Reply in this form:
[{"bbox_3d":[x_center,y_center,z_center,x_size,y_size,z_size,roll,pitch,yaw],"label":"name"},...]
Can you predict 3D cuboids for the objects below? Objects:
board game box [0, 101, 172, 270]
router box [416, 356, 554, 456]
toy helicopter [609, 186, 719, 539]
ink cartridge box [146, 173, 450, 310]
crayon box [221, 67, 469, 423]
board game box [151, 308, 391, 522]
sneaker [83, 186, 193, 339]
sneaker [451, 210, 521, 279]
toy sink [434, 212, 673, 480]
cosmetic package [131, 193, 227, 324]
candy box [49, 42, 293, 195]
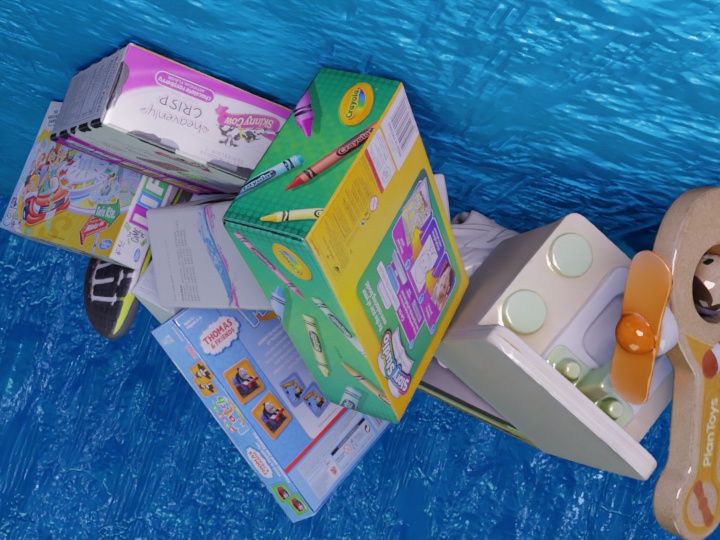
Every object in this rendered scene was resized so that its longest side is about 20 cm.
[{"bbox_3d":[-0.245,-0.082,1.009,0.200,0.135,0.034,12,168,45],"label":"board game box"},{"bbox_3d":[0.086,0.088,0.934,0.200,0.052,0.157,25,173,15],"label":"router box"},{"bbox_3d":[0.187,0.053,0.614,0.132,0.200,0.079,0,-174,-37],"label":"toy helicopter"},{"bbox_3d":[-0.049,-0.022,0.852,0.200,0.086,0.147,1,-169,45],"label":"ink cartridge box"},{"bbox_3d":[0.001,-0.009,0.676,0.058,0.119,0.200,14,150,28],"label":"crayon box"},{"bbox_3d":[-0.068,0.092,0.959,0.037,0.151,0.200,-29,99,41],"label":"board game box"},{"bbox_3d":[-0.186,-0.024,1.017,0.074,0.200,0.081,1,152,43],"label":"sneaker"},{"bbox_3d":[0.121,-0.014,0.932,0.200,0.078,0.099,6,-142,-42],"label":"sneaker"},{"bbox_3d":[0.140,0.046,0.736,0.130,0.112,0.200,41,171,-3],"label":"toy sink"},{"bbox_3d":[-0.124,0.005,1.045,0.052,0.151,0.200,26,163,21],"label":"cosmetic package"},{"bbox_3d":[-0.143,-0.106,0.827,0.136,0.061,0.200,20,175,-26],"label":"candy box"}]
